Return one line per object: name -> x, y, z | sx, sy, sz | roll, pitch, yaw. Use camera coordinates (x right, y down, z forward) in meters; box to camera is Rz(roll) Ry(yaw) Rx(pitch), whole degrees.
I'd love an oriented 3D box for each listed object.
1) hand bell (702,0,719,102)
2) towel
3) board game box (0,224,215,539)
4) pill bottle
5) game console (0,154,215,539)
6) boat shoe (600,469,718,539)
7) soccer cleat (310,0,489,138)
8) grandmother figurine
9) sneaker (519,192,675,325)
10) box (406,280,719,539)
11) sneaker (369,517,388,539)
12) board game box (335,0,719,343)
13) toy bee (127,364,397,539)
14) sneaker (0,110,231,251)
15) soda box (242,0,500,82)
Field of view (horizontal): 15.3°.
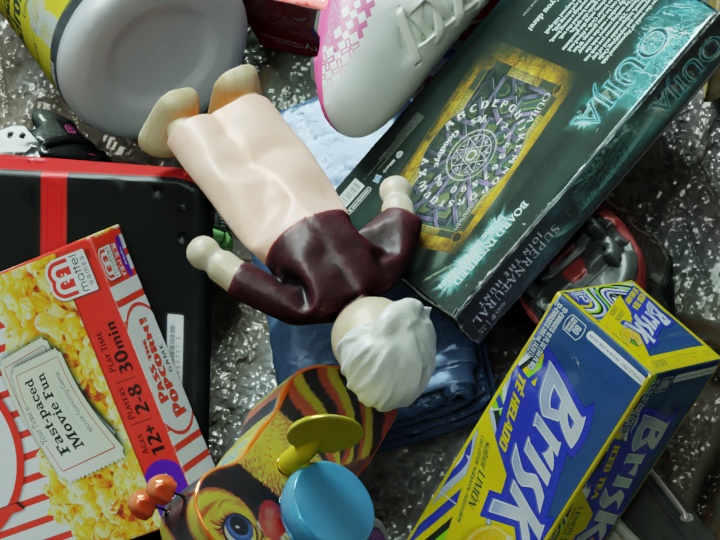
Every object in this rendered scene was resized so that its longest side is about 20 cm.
hand bell -> 0.282, -0.133, 1.387 | 0.200, 0.104, 0.104 | 4, 66, 5
towel -> 0.000, 0.000, 1.416 | 0.112, 0.049, 0.200 | -17, 63, 9
board game box -> -0.189, 0.082, 1.377 | 0.200, 0.046, 0.152 | -21, 93, 18
pill bottle -> -0.151, -0.169, 1.494 | 0.112, 0.112, 0.200 | -37, 46, -2
game console -> -0.161, 0.041, 1.403 | 0.177, 0.031, 0.200 | 4, 101, 14
boat shoe -> 0.133, 0.132, 1.318 | 0.200, 0.057, 0.067 | 54, 124, 33
soccer cleat -> 0.043, -0.157, 1.384 | 0.086, 0.070, 0.200 | 7, 63, 39
grandmother figurine -> -0.024, -0.014, 1.309 | 0.121, 0.061, 0.200 | -26, 60, -15
sneaker -> 0.107, -0.017, 1.379 | 0.071, 0.098, 0.201 | -41, 40, 11
box -> 0.086, 0.103, 1.273 | 0.064, 0.070, 0.200 | 42, 117, 26
sneaker -> -0.076, 0.188, 1.345 | 0.100, 0.075, 0.200 | 32, 69, 33
board game box -> 0.083, -0.072, 1.344 | 0.200, 0.028, 0.135 | -49, 41, 0
toy bee -> -0.048, 0.109, 1.262 | 0.131, 0.109, 0.200 | -48, 18, 24
sneaker -> -0.162, -0.045, 1.462 | 0.200, 0.077, 0.084 | 14, 69, 18
soda box -> 0.034, -0.146, 1.465 | 0.200, 0.063, 0.070 | 15, 70, 23
